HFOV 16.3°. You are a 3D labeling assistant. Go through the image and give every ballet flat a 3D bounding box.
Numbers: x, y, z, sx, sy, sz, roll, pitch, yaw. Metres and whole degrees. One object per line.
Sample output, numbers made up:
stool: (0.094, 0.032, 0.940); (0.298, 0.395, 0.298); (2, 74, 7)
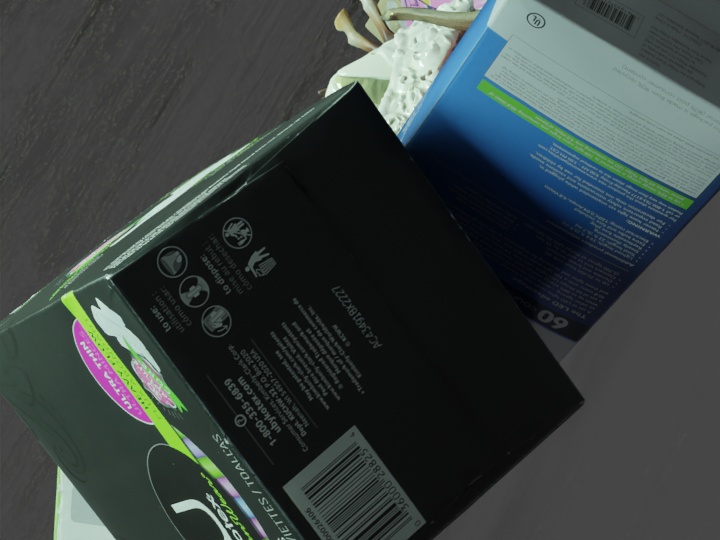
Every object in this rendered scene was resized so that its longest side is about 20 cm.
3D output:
ballet flat: (0.008, -0.059, 1.138); (0.072, 0.071, 0.201); (-56, 11, 48)

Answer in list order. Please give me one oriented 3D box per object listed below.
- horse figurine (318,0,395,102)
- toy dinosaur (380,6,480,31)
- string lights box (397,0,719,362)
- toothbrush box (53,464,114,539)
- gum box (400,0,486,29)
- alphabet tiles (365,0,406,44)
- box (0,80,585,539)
horse figurine: (0.058, -0.144, 1.388); (0.200, 0.132, 0.050); (-56, -14, 24)
toy dinosaur: (0.114, -0.138, 1.140); (0.199, 0.048, 0.088); (-15, -7, -32)
string lights box: (0.073, -0.046, 0.930); (0.059, 0.102, 0.200); (-62, 5, -31)
toothbrush box: (-0.078, 0.096, 1.404); (0.200, 0.145, 0.087); (-67, -17, -70)
gum box: (0.079, -0.178, 1.235); (0.066, 0.113, 0.201); (-48, -29, -29)
alphabet tiles: (0.079, -0.172, 1.412); (0.006, 0.166, 0.200); (-36, -15, -45)
box: (-0.038, 0.039, 0.958); (0.124, 0.149, 0.200); (-38, 7, -22)
